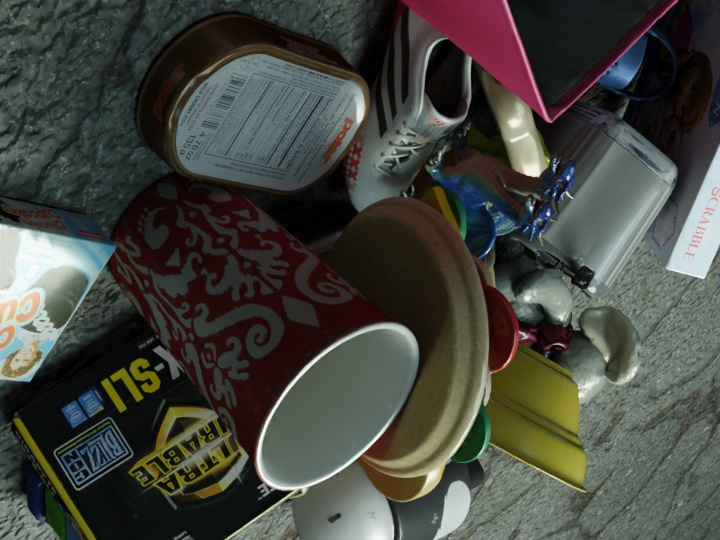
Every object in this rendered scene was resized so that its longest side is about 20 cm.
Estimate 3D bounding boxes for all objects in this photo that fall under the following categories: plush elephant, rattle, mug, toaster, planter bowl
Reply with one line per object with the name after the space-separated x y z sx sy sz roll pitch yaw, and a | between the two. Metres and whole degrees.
0.164 0.074 1.406 0.199 0.155 0.165 -28 165 -41 | plush elephant
0.070 -0.120 1.132 0.141 0.132 0.200 -4 169 11 | rattle
-0.079 0.048 1.024 0.133 0.200 0.179 -15 136 -40 | mug
0.180 -0.063 1.263 0.130 0.113 0.200 -54 -166 2 | toaster
0.121 0.101 1.264 0.084 0.199 0.200 -60 150 -1 | planter bowl

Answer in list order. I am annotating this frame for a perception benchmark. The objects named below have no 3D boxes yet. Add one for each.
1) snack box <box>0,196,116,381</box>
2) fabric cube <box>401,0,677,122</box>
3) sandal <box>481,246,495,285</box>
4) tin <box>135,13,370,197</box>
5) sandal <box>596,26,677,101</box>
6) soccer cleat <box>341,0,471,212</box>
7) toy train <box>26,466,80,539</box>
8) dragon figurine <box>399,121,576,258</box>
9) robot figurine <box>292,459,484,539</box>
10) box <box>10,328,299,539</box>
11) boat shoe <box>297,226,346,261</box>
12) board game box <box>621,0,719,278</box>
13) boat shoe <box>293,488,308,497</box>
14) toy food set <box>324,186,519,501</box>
-0.253 0.008 0.923 0.117 0.037 0.199 -54 150 15 | snack box
0.097 -0.254 0.892 0.200 0.199 0.196 -43 150 -4 | fabric cube
0.071 0.015 1.171 0.054 0.080 0.201 62 31 -29 | sandal
-0.068 -0.107 1.024 0.112 0.042 0.199 -52 151 19 | tin
0.195 -0.183 1.223 0.199 0.087 0.080 -5 133 -48 | sandal
0.038 -0.113 1.094 0.068 0.085 0.201 -4 129 -33 | soccer cleat
-0.147 0.159 1.166 0.199 0.116 0.085 -26 146 -31 | toy train
0.082 -0.040 1.101 0.059 0.100 0.200 -41 176 -33 | dragon figurine
0.025 0.213 1.453 0.199 0.124 0.152 -20 124 -39 | robot figurine
-0.130 0.124 1.099 0.199 0.160 0.049 -32 172 -23 | box
-0.001 0.000 1.189 0.074 0.066 0.201 -13 174 31 | boat shoe
0.283 -0.129 1.280 0.041 0.200 0.202 12 115 -14 | board game box
-0.069 0.172 1.328 0.199 0.072 0.073 -29 147 -28 | boat shoe
0.033 0.048 1.048 0.048 0.202 0.198 0 150 -36 | toy food set
